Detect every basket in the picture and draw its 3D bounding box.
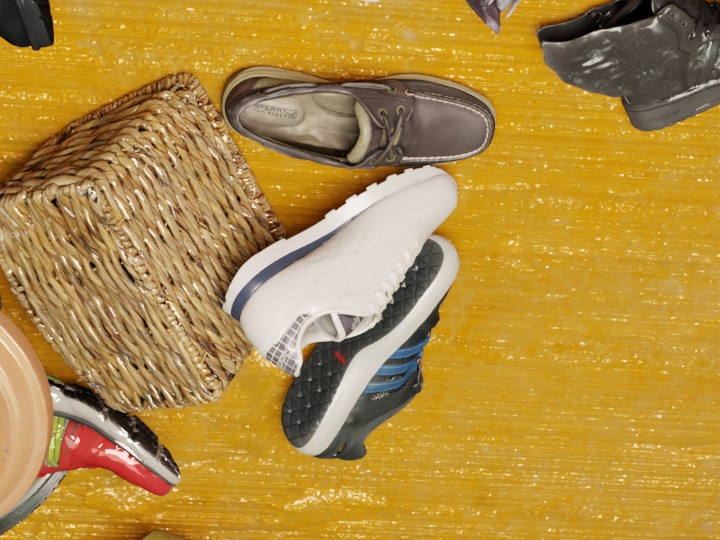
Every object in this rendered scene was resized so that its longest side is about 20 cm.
[{"bbox_3d":[-0.159,-0.016,1.415,0.142,0.149,0.201,-9,122,38],"label":"basket"}]

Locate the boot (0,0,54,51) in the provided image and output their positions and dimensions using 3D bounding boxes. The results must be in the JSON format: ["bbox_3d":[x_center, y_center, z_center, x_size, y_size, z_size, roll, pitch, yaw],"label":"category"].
[{"bbox_3d":[-0.312,-0.215,1.298,0.167,0.076,0.201,-22,109,3],"label":"boot"}]

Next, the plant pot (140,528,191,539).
[{"bbox_3d":[-0.151,0.286,1.510,0.200,0.200,0.142,-42,87,16],"label":"plant pot"}]

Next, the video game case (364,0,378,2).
[{"bbox_3d":[-0.059,-0.289,1.311,0.181,0.023,0.201,7,116,-7],"label":"video game case"}]

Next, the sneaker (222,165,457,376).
[{"bbox_3d":[0.000,0.000,1.383,0.200,0.081,0.077,-34,156,-22],"label":"sneaker"}]

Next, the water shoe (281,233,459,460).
[{"bbox_3d":[0.018,0.057,1.472,0.079,0.072,0.200,21,114,-44],"label":"water shoe"}]

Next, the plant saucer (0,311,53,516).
[{"bbox_3d":[-0.318,0.100,1.385,0.199,0.032,0.202,3,112,7],"label":"plant saucer"}]

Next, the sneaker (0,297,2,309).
[{"bbox_3d":[-0.293,-0.030,1.393,0.078,0.096,0.201,6,141,10],"label":"sneaker"}]

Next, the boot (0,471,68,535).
[{"bbox_3d":[-0.319,0.149,1.487,0.200,0.068,0.131,-36,104,9],"label":"boot"}]

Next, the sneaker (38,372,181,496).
[{"bbox_3d":[-0.229,0.124,1.443,0.199,0.077,0.085,26,94,-4],"label":"sneaker"}]

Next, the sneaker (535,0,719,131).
[{"bbox_3d":[0.232,-0.167,1.368,0.199,0.060,0.104,-25,120,12],"label":"sneaker"}]

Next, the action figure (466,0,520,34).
[{"bbox_3d":[0.134,-0.260,1.314,0.130,0.069,0.200,40,104,-15],"label":"action figure"}]

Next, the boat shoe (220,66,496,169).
[{"bbox_3d":[0.000,-0.100,1.382,0.199,0.065,0.074,2,114,-6],"label":"boat shoe"}]
